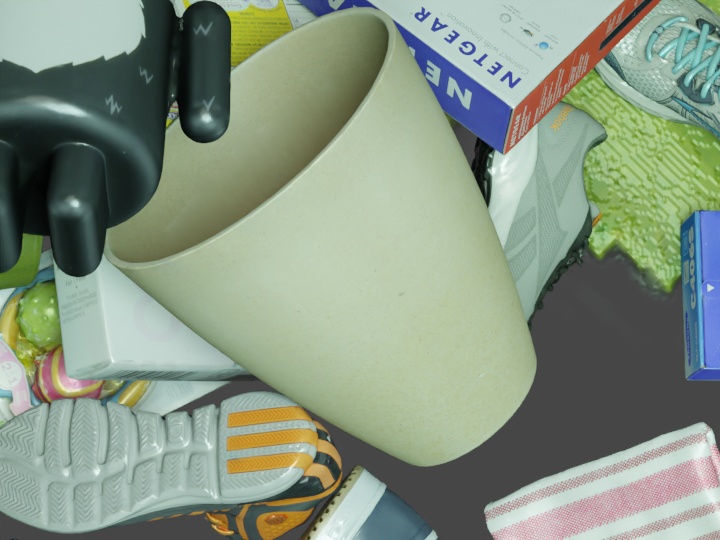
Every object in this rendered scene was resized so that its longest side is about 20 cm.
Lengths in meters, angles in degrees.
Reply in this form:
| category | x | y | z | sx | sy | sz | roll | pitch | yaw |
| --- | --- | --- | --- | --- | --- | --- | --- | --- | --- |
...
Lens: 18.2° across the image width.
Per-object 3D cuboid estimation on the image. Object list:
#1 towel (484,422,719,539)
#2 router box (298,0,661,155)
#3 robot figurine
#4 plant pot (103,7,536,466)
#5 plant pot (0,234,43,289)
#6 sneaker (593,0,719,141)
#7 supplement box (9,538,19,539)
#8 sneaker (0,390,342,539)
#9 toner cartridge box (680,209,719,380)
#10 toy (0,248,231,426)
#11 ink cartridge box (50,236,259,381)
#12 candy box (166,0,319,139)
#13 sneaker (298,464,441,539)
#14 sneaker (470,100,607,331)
| category | x | y | z | sx | sy | sz | roll | pitch | yaw |
| --- | --- | --- | --- | --- | --- | --- | --- | --- | --- |
| towel | 0.161 | 0.199 | 1.239 | 0.146 | 0.030 | 0.201 | -24 | 79 | 25 |
| router box | 0.066 | -0.189 | 1.294 | 0.200 | 0.049 | 0.179 | 37 | 64 | 16 |
| robot figurine | -0.156 | -0.099 | 1.127 | 0.150 | 0.124 | 0.201 | 25 | 53 | -34 |
| plant pot | 0.000 | 0.000 | 1.167 | 0.187 | 0.187 | 0.200 | -46 | 115 | -12 |
| plant pot | -0.275 | -0.049 | 1.218 | 0.191 | 0.200 | 0.202 | -6 | 79 | -17 |
| sneaker | 0.218 | -0.114 | 1.316 | 0.199 | 0.086 | 0.078 | 36 | 78 | 3 |
| supplement box | -0.122 | 0.265 | 1.137 | 0.198 | 0.134 | 0.202 | 10 | 98 | 10 |
| sneaker | -0.104 | 0.120 | 1.237 | 0.198 | 0.112 | 0.078 | -2 | 68 | 16 |
| toner cartridge box | 0.290 | 0.016 | 1.319 | 0.198 | 0.043 | 0.096 | 1 | 78 | -5 |
| toy | -0.174 | 0.048 | 1.267 | 0.199 | 0.047 | 0.116 | -26 | 86 | -8 |
| ink cartridge box | -0.101 | -0.039 | 1.248 | 0.162 | 0.057 | 0.202 | 3 | 79 | -45 |
| candy box | -0.070 | -0.117 | 1.268 | 0.199 | 0.026 | 0.103 | -2 | 62 | -32 |
| sneaker | -0.016 | 0.219 | 1.238 | 0.108 | 0.070 | 0.201 | 35 | 80 | -2 |
| sneaker | 0.096 | -0.008 | 1.293 | 0.079 | 0.074 | 0.202 | 14 | 78 | -7 |
